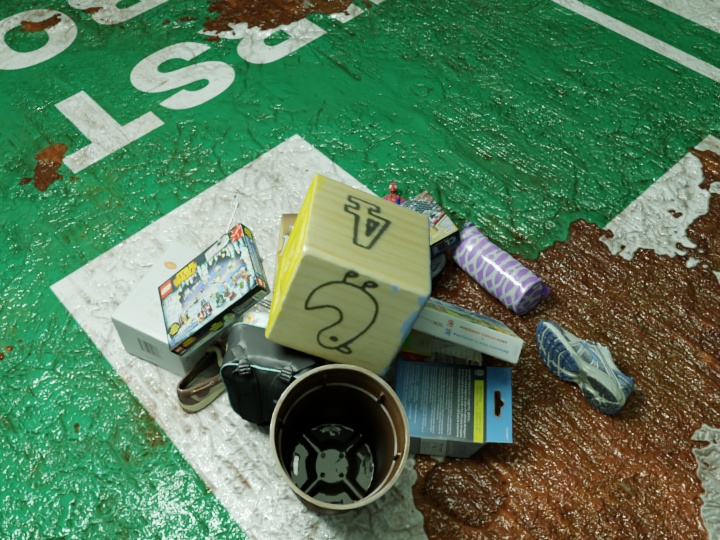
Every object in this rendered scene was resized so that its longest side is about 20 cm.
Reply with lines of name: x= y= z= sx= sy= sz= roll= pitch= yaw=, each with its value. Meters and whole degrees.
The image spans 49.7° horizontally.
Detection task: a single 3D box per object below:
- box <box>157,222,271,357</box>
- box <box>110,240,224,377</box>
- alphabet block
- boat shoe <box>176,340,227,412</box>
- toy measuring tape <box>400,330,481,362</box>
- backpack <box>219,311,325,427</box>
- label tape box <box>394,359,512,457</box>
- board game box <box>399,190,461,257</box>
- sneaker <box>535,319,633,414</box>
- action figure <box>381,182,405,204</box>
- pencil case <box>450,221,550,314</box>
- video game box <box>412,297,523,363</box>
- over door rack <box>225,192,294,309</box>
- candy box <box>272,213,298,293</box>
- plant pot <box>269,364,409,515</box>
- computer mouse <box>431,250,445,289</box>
box: x=-0.248 y=0.032 z=1.295 sx=0.198 sy=0.040 sz=0.139 roll=-36 pitch=51 yaw=16
box: x=-0.329 y=0.070 z=1.428 sx=0.149 sy=0.108 sz=0.201 roll=21 pitch=54 yaw=19
alphabet block: x=-0.017 y=0.007 z=1.185 sx=0.196 sy=0.198 sz=0.199 roll=18 pitch=37 yaw=-11
boat shoe: x=-0.244 y=0.161 z=1.369 sx=0.199 sy=0.073 sz=0.072 roll=-38 pitch=57 yaw=-26
toy measuring tape: x=0.130 y=0.134 z=1.358 sx=0.196 sy=0.074 sz=0.074 roll=8 pitch=48 yaw=33
backpack: x=-0.134 y=0.170 z=1.274 sx=0.171 sy=0.203 sz=0.156 roll=6 pitch=46 yaw=3
label tape box: x=0.152 y=0.232 z=1.295 sx=0.195 sy=0.064 sz=0.147 roll=4 pitch=50 yaw=7
board game box: x=0.077 y=-0.062 z=1.501 sx=0.197 sy=0.035 sz=0.136 roll=-28 pitch=48 yaw=-6
sneaker: x=0.389 y=0.157 z=1.350 sx=0.084 sy=0.078 sz=0.200 roll=-26 pitch=60 yaw=-31
action figure: x=0.062 y=-0.106 z=1.599 sx=0.064 sy=0.052 sz=0.203 roll=-1 pitch=47 yaw=8
pencil case: x=0.260 y=-0.003 z=1.481 sx=0.084 sy=0.085 sz=0.200 roll=-14 pitch=47 yaw=-40
video game box: x=0.169 y=0.093 z=1.317 sx=0.178 sy=0.200 sz=0.048 roll=16 pitch=95 yaw=-1
over door rack: x=-0.187 y=-0.034 z=1.413 sx=0.146 sy=0.066 sz=0.204 roll=26 pitch=59 yaw=-23
candy box: x=-0.107 y=-0.022 z=1.528 sx=0.112 sy=0.056 sz=0.203 roll=0 pitch=51 yaw=1
plant pot: x=-0.038 y=0.272 z=1.163 sx=0.195 sy=0.199 sz=0.205 roll=3 pitch=63 yaw=-6
computer mouse: x=0.085 y=0.029 z=1.483 sx=0.199 sy=0.053 sz=0.138 roll=-41 pitch=52 yaw=-17
